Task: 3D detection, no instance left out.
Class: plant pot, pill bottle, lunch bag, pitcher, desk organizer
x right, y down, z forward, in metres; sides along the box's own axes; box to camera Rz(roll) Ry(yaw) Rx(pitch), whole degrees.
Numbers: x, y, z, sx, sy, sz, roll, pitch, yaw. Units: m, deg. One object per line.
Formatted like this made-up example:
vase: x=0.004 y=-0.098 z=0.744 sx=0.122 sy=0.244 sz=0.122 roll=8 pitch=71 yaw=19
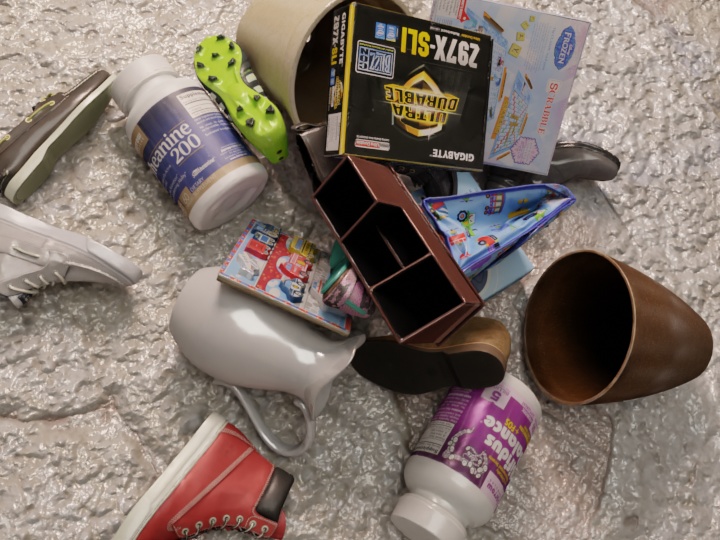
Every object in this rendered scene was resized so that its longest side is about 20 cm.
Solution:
plant pot: x=0.342 y=0.084 z=0.955 sx=0.198 sy=0.187 sz=0.189 roll=11 pitch=65 yaw=-28
pill bottle: x=-0.211 y=-0.158 z=0.912 sx=0.111 sy=0.111 sz=0.201 roll=-35 pitch=81 yaw=-25
lunch bag: x=0.150 y=-0.043 z=0.899 sx=0.198 sy=0.151 sz=0.095 roll=-21 pitch=76 yaw=-22
pitcher: x=-0.116 y=0.100 z=0.840 sx=0.198 sy=0.121 sz=0.173 roll=27 pitch=103 yaw=6
pill bottle: x=0.118 y=0.216 z=0.858 sx=0.112 sy=0.112 sz=0.201 roll=35 pitch=64 yaw=0
plant pot: x=-0.056 y=-0.270 z=0.949 sx=0.199 sy=0.202 sz=0.183 roll=-31 pitch=45 yaw=-24
desk organizer: x=0.035 y=-0.022 z=0.783 sx=0.077 sy=0.072 sz=0.201 roll=6 pitch=46 yaw=-52

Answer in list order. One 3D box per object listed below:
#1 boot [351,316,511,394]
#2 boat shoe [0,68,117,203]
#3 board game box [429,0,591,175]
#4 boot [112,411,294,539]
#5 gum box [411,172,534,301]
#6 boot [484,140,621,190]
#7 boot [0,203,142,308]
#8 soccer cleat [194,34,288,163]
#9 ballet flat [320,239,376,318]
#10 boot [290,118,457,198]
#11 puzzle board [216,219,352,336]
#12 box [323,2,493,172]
boot: x=0.081 y=0.095 z=0.887 sx=0.198 sy=0.074 sz=0.076 roll=-3 pitch=33 yaw=27
boat shoe: x=-0.367 y=-0.173 z=0.895 sx=0.060 sy=0.072 sz=0.202 roll=35 pitch=66 yaw=-5
board game box: x=0.172 y=-0.240 z=0.975 sx=0.197 sy=0.202 sz=0.041 roll=10 pitch=23 yaw=-6
boot: x=-0.160 y=0.267 z=0.782 sx=0.144 sy=0.072 sz=0.200 roll=40 pitch=60 yaw=0
gum box: x=0.102 y=-0.022 z=0.986 sx=0.199 sy=0.045 sz=0.171 roll=-29 pitch=79 yaw=-25
boot: x=0.266 y=-0.117 z=1.068 sx=0.197 sy=0.070 sz=0.133 roll=10 pitch=69 yaw=-1
boot: x=-0.351 y=0.002 z=0.838 sx=0.198 sy=0.074 sz=0.096 roll=21 pitch=70 yaw=2
soccer cleat: x=-0.147 y=-0.209 z=0.919 sx=0.067 sy=0.081 sz=0.201 roll=-29 pitch=60 yaw=-7
ballet flat: x=0.000 y=0.000 z=0.857 sx=0.071 sy=0.069 sz=0.200 roll=41 pitch=20 yaw=-13
boot: x=0.017 y=-0.124 z=0.916 sx=0.174 sy=0.069 sz=0.201 roll=-38 pitch=115 yaw=-19
puzzle board: x=-0.074 y=-0.001 z=0.867 sx=0.149 sy=0.018 sz=0.200 roll=24 pitch=20 yaw=-6
box: x=0.058 y=-0.201 z=0.860 sx=0.198 sy=0.049 sz=0.162 roll=2 pitch=93 yaw=-31
